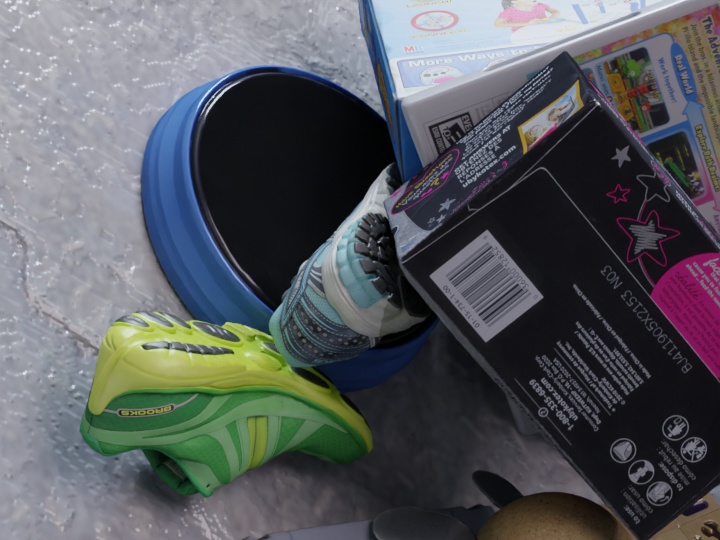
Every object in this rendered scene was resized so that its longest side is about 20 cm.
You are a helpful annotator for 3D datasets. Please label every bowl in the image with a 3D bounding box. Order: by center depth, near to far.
[{"bbox_3d":[-0.031,-0.029,1.429,0.200,0.039,0.201,22,50,-29],"label":"bowl"}]

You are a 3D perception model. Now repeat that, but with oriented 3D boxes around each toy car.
[{"bbox_3d":[0.102,0.181,1.313,0.200,0.158,0.164,39,33,28],"label":"toy car"}]

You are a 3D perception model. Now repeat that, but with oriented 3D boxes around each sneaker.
[{"bbox_3d":[-0.073,0.075,1.306,0.200,0.084,0.074,18,19,-48],"label":"sneaker"},{"bbox_3d":[0.000,0.000,1.355,0.078,0.086,0.200,56,19,0],"label":"sneaker"}]

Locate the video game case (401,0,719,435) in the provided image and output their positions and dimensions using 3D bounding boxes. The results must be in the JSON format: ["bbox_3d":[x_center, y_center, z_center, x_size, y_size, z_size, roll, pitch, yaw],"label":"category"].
[{"bbox_3d":[0.139,-0.031,1.338,0.024,0.182,0.200,-107,177,-72],"label":"video game case"}]

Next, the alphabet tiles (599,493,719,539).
[{"bbox_3d":[0.208,0.204,1.435,0.166,0.006,0.200,-19,56,-28],"label":"alphabet tiles"}]

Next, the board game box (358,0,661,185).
[{"bbox_3d":[0.106,-0.128,1.421,0.199,0.056,0.196,-7,31,-3],"label":"board game box"}]

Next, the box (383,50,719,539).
[{"bbox_3d":[0.122,0.013,1.277,0.200,0.132,0.115,49,9,-15],"label":"box"}]

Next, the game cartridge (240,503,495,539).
[{"bbox_3d":[0.018,0.197,1.322,0.200,0.040,0.134,-2,61,-42],"label":"game cartridge"}]
